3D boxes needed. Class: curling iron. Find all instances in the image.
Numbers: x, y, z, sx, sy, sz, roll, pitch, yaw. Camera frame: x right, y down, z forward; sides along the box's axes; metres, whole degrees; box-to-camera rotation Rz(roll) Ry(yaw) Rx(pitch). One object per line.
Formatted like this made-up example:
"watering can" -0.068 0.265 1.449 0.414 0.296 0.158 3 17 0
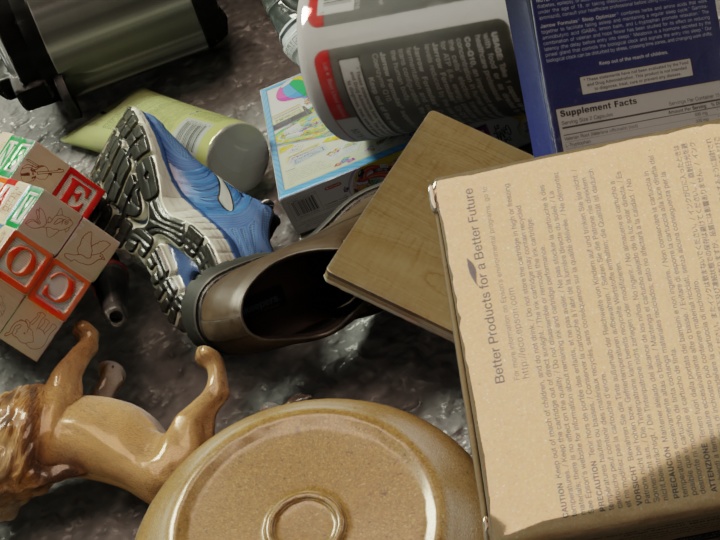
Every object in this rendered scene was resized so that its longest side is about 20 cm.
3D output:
"curling iron" -0.167 0.001 1.089 0.026 0.050 0.200 -52 23 7

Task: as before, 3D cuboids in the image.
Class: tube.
"tube" -0.138 -0.097 1.230 0.058 0.052 0.200 7 9 -39

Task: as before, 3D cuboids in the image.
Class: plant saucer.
"plant saucer" -0.026 0.140 0.881 0.200 0.035 0.200 -5 51 6

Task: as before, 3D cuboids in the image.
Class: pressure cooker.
"pressure cooker" -0.218 -0.223 1.298 0.200 0.179 0.176 -21 31 -2

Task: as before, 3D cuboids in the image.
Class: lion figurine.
"lion figurine" -0.136 0.100 0.981 0.200 0.072 0.123 6 49 26

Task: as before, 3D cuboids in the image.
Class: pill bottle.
"pill bottle" 0.072 -0.149 1.065 0.200 0.114 0.114 -7 41 23

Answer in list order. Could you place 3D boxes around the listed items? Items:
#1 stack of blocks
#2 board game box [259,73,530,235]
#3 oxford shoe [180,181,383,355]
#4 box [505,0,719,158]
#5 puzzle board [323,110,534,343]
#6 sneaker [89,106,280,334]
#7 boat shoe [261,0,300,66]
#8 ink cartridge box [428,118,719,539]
"stack of blocks" -0.218 -0.020 1.081 0.115 0.059 0.200 -57 25 -8
"board game box" 0.035 -0.111 1.163 0.200 0.034 0.134 -21 39 7
"oxford shoe" 0.000 0.000 1.009 0.200 0.073 0.084 -29 14 -25
"box" 0.149 -0.106 0.966 0.121 0.200 0.032 -11 4 -21
"puzzle board" 0.099 -0.001 0.972 0.200 0.017 0.151 26 49 8
"sneaker" -0.107 -0.029 1.107 0.079 0.089 0.200 -54 51 25
"boat shoe" 0.023 -0.212 1.201 0.200 0.072 0.071 -26 78 -24
"ink cartridge box" 0.133 0.039 0.864 0.165 0.075 0.200 -11 68 9
